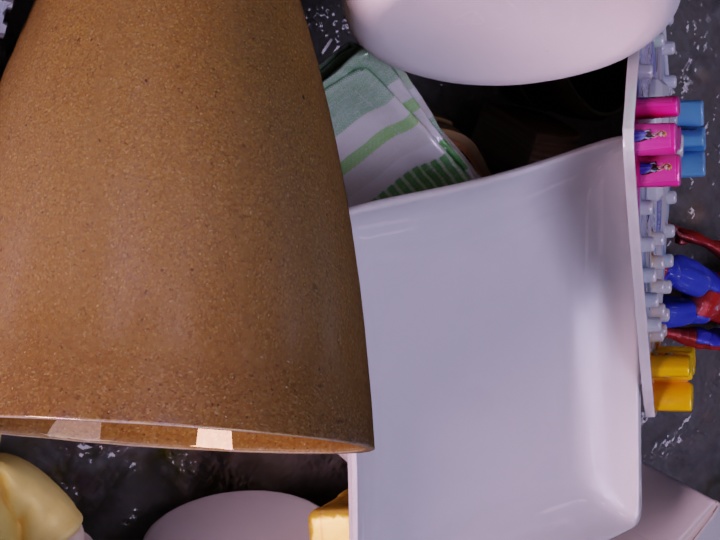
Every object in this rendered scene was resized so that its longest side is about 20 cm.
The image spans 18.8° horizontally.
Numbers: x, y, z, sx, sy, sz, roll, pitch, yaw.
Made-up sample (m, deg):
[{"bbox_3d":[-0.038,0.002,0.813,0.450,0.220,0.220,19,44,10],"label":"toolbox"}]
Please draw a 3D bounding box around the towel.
[{"bbox_3d":[0.000,0.000,1.016,0.152,0.023,0.200,-40,131,4],"label":"towel"}]

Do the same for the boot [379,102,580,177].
[{"bbox_3d":[0.014,-0.009,1.068,0.199,0.074,0.156,8,109,-35],"label":"boot"}]

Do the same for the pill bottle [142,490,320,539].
[{"bbox_3d":[-0.054,0.218,1.076,0.113,0.114,0.201,-19,118,-32],"label":"pill bottle"}]

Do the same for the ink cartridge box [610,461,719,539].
[{"bbox_3d":[0.159,0.189,1.212,0.083,0.145,0.200,-46,130,-16],"label":"ink cartridge box"}]

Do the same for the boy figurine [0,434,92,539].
[{"bbox_3d":[-0.176,0.129,0.976,0.124,0.064,0.201,-15,119,-26],"label":"boy figurine"}]

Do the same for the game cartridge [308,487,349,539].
[{"bbox_3d":[0.023,0.187,1.079,0.200,0.032,0.178,-13,98,-71],"label":"game cartridge"}]

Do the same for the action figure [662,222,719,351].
[{"bbox_3d":[0.185,0.012,1.226,0.199,0.052,0.066,8,109,-45],"label":"action figure"}]

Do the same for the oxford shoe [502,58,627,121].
[{"bbox_3d":[0.104,-0.166,1.065,0.072,0.084,0.201,-29,122,-24],"label":"oxford shoe"}]

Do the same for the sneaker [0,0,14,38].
[{"bbox_3d":[-0.197,-0.052,0.885,0.074,0.081,0.201,15,99,-12],"label":"sneaker"}]

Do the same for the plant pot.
[{"bbox_3d":[-0.081,-0.032,0.872,0.186,0.186,0.201,9,82,-40],"label":"plant pot"}]

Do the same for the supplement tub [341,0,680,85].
[{"bbox_3d":[0.061,-0.196,0.932,0.145,0.145,0.201,16,64,-41],"label":"supplement tub"}]

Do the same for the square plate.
[{"bbox_3d":[0.058,0.050,1.003,0.199,0.028,0.199,-16,110,-41],"label":"square plate"}]

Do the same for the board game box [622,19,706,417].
[{"bbox_3d":[0.152,-0.064,1.072,0.201,0.026,0.201,78,17,-47],"label":"board game box"}]
